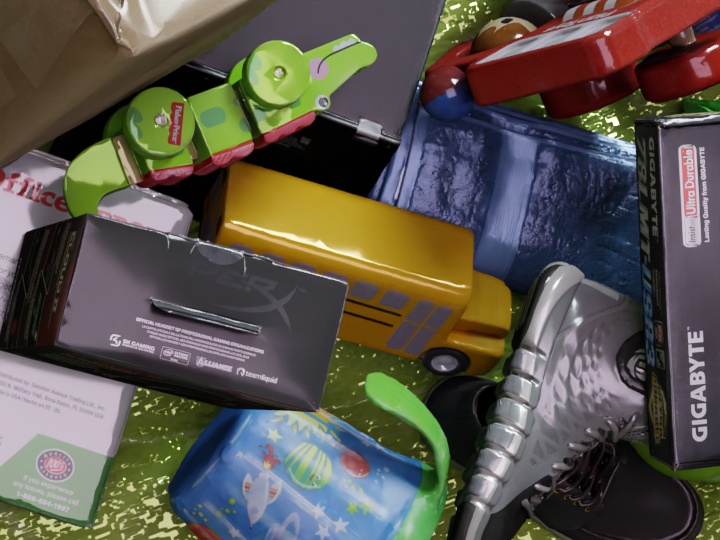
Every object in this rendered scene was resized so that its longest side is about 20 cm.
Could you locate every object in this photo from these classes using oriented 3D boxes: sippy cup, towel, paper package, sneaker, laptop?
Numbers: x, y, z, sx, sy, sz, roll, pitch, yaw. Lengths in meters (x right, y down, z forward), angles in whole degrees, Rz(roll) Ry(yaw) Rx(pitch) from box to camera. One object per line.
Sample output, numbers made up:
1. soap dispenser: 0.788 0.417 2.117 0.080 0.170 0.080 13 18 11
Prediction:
1. sippy cup: -0.039 0.138 1.446 0.130 0.140 0.178 39 80 -11
2. towel: 0.100 -0.044 1.538 0.199 0.049 0.112 16 85 -13
3. paper package: -0.116 -0.159 1.279 0.190 0.200 0.104 -32 92 -33
4. sneaker: 0.127 0.104 1.410 0.115 0.075 0.201 20 85 -1
5. laptop: -0.065 -0.131 1.471 0.187 0.200 0.116 20 48 -12
6. sneaker: 0.136 0.127 1.509 0.199 0.106 0.075 24 82 -12

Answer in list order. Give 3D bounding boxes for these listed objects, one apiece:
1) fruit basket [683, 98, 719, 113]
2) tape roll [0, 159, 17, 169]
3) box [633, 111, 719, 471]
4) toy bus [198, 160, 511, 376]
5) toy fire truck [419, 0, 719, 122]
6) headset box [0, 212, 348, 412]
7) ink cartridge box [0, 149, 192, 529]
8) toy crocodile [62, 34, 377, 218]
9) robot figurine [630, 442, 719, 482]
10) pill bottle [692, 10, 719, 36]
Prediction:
1. fruit basket: 0.302 -0.093 1.511 0.155 0.216 0.217 8 86 -13
2. tape roll: -0.260 -0.144 1.398 0.199 0.066 0.201 4 57 -6
3. box: 0.258 0.005 1.384 0.198 0.050 0.201 -4 96 -14
4. toy bus: 0.000 0.000 1.471 0.199 0.078 0.065 16 51 -15
5. toy fire truck: 0.121 -0.140 1.454 0.168 0.200 0.113 -29 104 -40
6. headset box: -0.104 0.025 1.321 0.148 0.200 0.075 15 83 -17
7. ink cartridge box: -0.200 0.035 1.441 0.146 0.083 0.201 20 83 -13
8. toy crocodile: -0.080 -0.082 1.368 0.199 0.067 0.062 -24 92 -21
9. robot figurine: 0.243 0.074 1.517 0.199 0.116 0.176 4 63 -36
10. pill bottle: 0.203 -0.231 1.539 0.111 0.111 0.200 -42 97 -12
